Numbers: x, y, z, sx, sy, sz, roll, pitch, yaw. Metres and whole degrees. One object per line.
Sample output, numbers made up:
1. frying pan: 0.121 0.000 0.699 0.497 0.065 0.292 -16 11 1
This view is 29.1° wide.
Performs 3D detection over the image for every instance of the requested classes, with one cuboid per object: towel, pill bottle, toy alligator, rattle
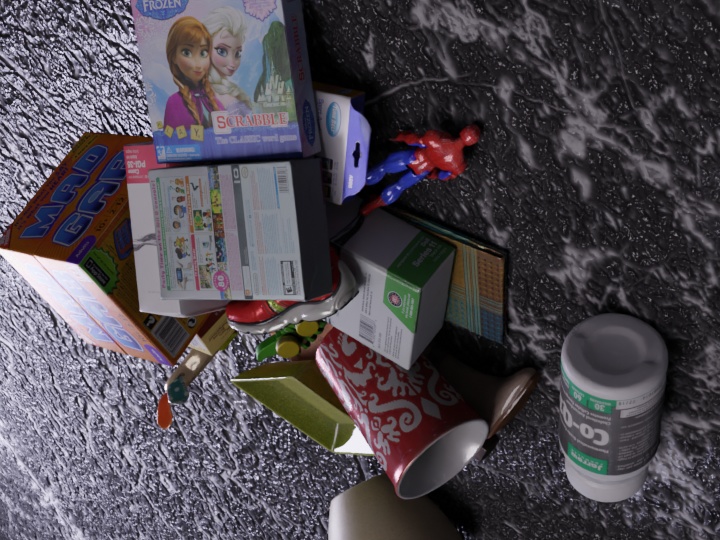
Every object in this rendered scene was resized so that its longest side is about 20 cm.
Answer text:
1. towel: 0.083 -0.003 1.606 0.198 0.022 0.148 23 142 26
2. pill bottle: 0.270 0.153 1.497 0.112 0.113 0.202 23 142 27
3. toy alligator: -0.058 0.052 1.746 0.054 0.060 0.200 24 119 -32
4. rattle: -0.259 0.100 1.913 0.143 0.200 0.130 51 146 -13

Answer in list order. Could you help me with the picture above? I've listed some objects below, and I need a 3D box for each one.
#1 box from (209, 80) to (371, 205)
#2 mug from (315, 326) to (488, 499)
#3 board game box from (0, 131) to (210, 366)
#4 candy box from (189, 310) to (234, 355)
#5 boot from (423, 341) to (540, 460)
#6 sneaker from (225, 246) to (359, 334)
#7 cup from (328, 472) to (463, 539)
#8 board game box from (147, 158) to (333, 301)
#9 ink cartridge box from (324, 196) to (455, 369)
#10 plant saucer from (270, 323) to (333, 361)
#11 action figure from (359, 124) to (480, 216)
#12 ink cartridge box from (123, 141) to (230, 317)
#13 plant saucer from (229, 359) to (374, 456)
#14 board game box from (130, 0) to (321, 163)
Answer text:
1. box: -0.072 -0.148 1.512 0.198 0.041 0.121 15 112 23
2. mug: 0.034 0.166 1.661 0.201 0.132 0.179 51 133 28
3. board game box: -0.296 -0.031 1.765 0.198 0.201 0.201 10 147 45
4. candy box: -0.232 0.035 1.864 0.199 0.116 0.056 17 146 45
5. boot: 0.125 0.139 1.685 0.146 0.070 0.201 45 137 17
6. sneaker: -0.084 0.015 1.575 0.198 0.077 0.086 -16 104 41
7. cup: 0.033 0.367 1.946 0.145 0.198 0.200 65 149 13
8. board game box: -0.132 -0.044 1.508 0.198 0.064 0.150 0 99 32
9. ink cartridge box: 0.000 0.000 1.598 0.198 0.083 0.148 29 143 18
10. plant saucer: -0.056 0.085 1.839 0.199 0.032 0.202 27 144 22
11. action figure: 0.058 -0.115 1.482 0.066 0.052 0.199 48 143 -18
12. ink cartridge box: -0.197 -0.056 1.651 0.082 0.146 0.203 2 99 40
13. plant saucer: -0.052 0.180 1.878 0.199 0.048 0.199 37 159 -22
14. board game box: -0.147 -0.219 1.484 0.198 0.041 0.203 0 105 30
